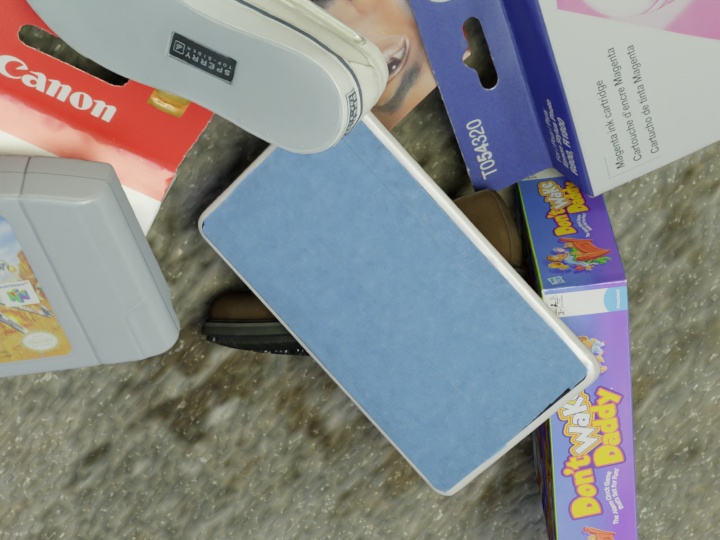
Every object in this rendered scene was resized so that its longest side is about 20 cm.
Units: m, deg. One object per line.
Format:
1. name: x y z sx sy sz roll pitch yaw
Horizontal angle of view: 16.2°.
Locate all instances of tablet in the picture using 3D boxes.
1. tablet: 0.017 0.012 1.302 0.200 0.014 0.130 48 125 0

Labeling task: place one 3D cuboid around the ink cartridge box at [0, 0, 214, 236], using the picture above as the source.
1. ink cartridge box: -0.181 -0.050 1.314 0.160 0.050 0.200 24 137 -15

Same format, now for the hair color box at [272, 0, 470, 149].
1. hair color box: -0.053 -0.148 1.288 0.200 0.064 0.111 38 111 -23

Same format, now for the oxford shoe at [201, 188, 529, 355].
1. oxford shoe: 0.000 0.000 1.372 0.199 0.073 0.085 -14 77 27

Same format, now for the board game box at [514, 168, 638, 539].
1. board game box: 0.118 0.059 1.375 0.044 0.135 0.201 -6 120 0

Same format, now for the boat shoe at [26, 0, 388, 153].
1. boat shoe: -0.073 -0.132 1.221 0.201 0.086 0.075 27 125 16

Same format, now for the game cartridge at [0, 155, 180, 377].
1. game cartridge: -0.207 0.001 1.316 0.199 0.042 0.133 -8 137 15

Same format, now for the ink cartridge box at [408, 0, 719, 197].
1. ink cartridge box: 0.133 -0.128 1.272 0.199 0.043 0.197 -26 137 -2
